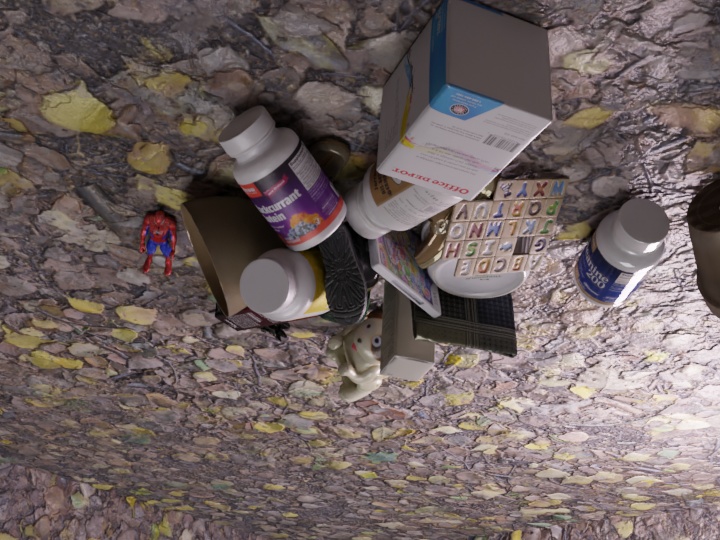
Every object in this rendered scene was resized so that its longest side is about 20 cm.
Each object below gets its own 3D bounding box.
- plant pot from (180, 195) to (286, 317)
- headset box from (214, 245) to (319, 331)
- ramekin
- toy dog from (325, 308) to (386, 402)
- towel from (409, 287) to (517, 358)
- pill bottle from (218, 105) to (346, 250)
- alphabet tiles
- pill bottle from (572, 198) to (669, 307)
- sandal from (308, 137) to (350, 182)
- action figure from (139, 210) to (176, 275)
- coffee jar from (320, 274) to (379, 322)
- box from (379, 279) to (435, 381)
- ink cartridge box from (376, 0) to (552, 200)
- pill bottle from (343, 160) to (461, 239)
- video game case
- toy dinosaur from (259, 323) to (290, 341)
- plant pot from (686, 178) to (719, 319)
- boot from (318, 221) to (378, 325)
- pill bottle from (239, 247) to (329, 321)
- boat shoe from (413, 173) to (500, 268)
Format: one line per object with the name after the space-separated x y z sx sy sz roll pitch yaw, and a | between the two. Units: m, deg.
-0.198 -0.042 1.520 0.133 0.201 0.201 -24 155 -14 | plant pot
-0.151 0.013 1.620 0.198 0.150 0.075 -11 151 27 | headset box
0.199 -0.030 1.548 0.200 0.095 0.203 3 151 2 | ramekin
0.028 0.169 1.900 0.192 0.141 0.200 -4 153 -12 | toy dog
0.178 0.062 1.622 0.198 0.194 0.035 12 140 -13 | towel
-0.116 -0.136 1.341 0.111 0.112 0.201 -17 123 34 | pill bottle
0.219 -0.066 1.418 0.198 0.008 0.169 -4 124 -26 | alphabet tiles
0.427 -0.030 1.497 0.110 0.112 0.201 6 151 -3 | pill bottle
-0.075 -0.135 1.438 0.080 0.055 0.200 15 150 -19 | sandal
-0.362 -0.050 1.647 0.065 0.052 0.201 12 148 -6 | action figure
-0.023 0.021 1.683 0.103 0.086 0.200 9 152 -5 | coffee jar
0.087 0.089 1.669 0.077 0.202 0.095 12 151 -14 | box
0.127 -0.213 1.169 0.145 0.147 0.200 15 150 -19 | ink cartridge box
0.068 -0.124 1.374 0.114 0.115 0.199 24 146 -32 | pill bottle
0.071 -0.023 1.529 0.018 0.144 0.200 -24 142 24 | video game case
-0.204 0.084 1.829 0.135 0.103 0.199 3 179 38 | toy dinosaur
0.587 -0.045 1.394 0.199 0.201 0.174 -18 129 35 | plant pot
0.000 -0.001 1.482 0.065 0.167 0.200 -9 179 16 | boot
-0.107 0.020 1.421 0.110 0.113 0.200 -6 180 19 | pill bottle
0.136 -0.091 1.430 0.064 0.071 0.201 31 114 -11 | boat shoe
